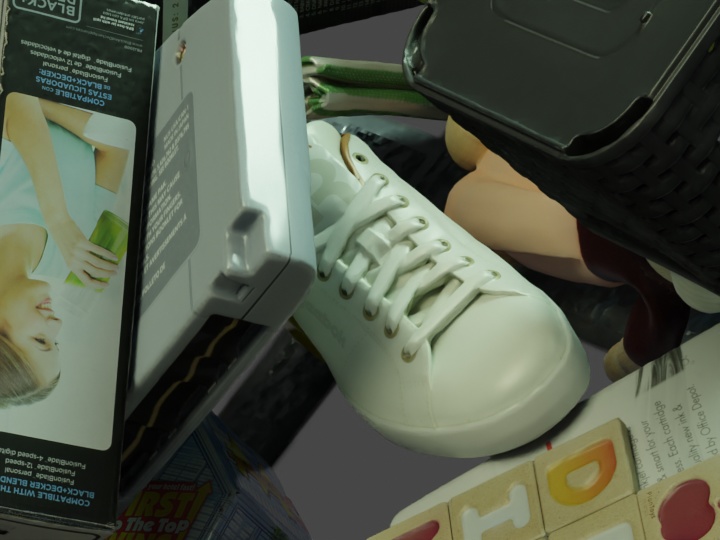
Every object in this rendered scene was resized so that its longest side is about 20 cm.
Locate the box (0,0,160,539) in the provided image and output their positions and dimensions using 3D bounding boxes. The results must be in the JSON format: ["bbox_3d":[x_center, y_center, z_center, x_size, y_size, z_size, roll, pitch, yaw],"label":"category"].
[{"bbox_3d":[-0.128,0.007,1.003,0.117,0.060,0.200,-34,48,56],"label":"box"}]

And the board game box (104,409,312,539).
[{"bbox_3d":[-0.061,0.147,1.012,0.200,0.062,0.200,7,60,45],"label":"board game box"}]

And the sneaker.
[{"bbox_3d":[0.000,0.000,0.985,0.073,0.085,0.200,-44,37,-10],"label":"sneaker"}]

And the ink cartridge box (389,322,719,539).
[{"bbox_3d":[0.117,0.088,0.905,0.200,0.067,0.116,-31,40,15],"label":"ink cartridge box"}]

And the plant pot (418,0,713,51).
[{"bbox_3d":[0.131,-0.133,1.033,0.187,0.187,0.200,-46,51,-3],"label":"plant pot"}]

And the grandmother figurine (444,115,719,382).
[{"bbox_3d":[0.090,-0.018,0.985,0.061,0.121,0.200,-18,11,-19],"label":"grandmother figurine"}]

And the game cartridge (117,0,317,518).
[{"bbox_3d":[-0.073,-0.005,1.005,0.200,0.040,0.133,-48,41,46],"label":"game cartridge"}]

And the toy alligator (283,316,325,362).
[{"bbox_3d":[-0.023,-0.003,1.123,0.059,0.054,0.200,-46,38,-10],"label":"toy alligator"}]

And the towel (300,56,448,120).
[{"bbox_3d":[-0.048,-0.066,1.143,0.200,0.153,0.023,-3,89,37],"label":"towel"}]

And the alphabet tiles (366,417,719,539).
[{"bbox_3d":[0.037,0.134,0.871,0.200,0.006,0.166,-27,40,19],"label":"alphabet tiles"}]

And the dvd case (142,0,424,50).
[{"bbox_3d":[0.003,-0.162,1.080,0.200,0.149,0.016,-16,42,-25],"label":"dvd case"}]

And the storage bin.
[{"bbox_3d":[0.123,-0.104,0.863,0.200,0.094,0.135,-54,33,-3],"label":"storage bin"}]
